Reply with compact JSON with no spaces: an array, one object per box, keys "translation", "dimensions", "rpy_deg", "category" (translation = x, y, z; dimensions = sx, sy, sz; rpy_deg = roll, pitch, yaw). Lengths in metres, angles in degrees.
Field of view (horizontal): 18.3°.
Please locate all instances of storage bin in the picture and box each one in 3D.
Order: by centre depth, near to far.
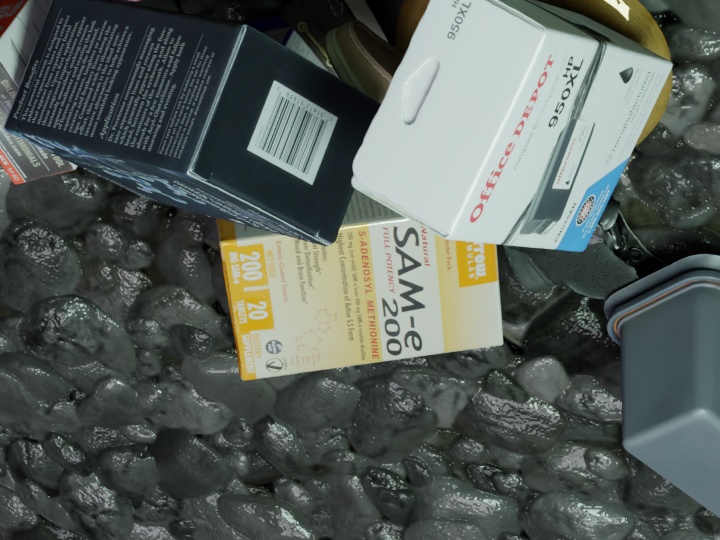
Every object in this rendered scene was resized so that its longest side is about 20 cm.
[{"translation":[0.288,0.102,1.693],"dimensions":[0.200,0.134,0.145],"rpy_deg":[35,135,-29],"category":"storage bin"}]

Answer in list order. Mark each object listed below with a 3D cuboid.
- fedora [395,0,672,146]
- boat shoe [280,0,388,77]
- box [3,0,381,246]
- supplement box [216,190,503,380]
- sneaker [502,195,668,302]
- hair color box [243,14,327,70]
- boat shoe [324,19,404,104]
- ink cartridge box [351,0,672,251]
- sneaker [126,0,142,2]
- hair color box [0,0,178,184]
[{"translation":[0.127,-0.163,1.583],"dimensions":[0.200,0.082,0.201],"rpy_deg":[12,133,13],"category":"fedora"},{"translation":[0.009,-0.126,1.661],"dimensions":[0.059,0.072,0.200],"rpy_deg":[-30,116,0],"category":"boat shoe"},{"translation":[-0.115,-0.104,1.516],"dimensions":[0.200,0.107,0.148],"rpy_deg":[16,173,43],"category":"box"},{"translation":[0.000,0.000,1.648],"dimensions":[0.200,0.074,0.126],"rpy_deg":[-8,123,-2],"category":"supplement box"},{"translation":[0.152,-0.046,1.699],"dimensions":[0.104,0.060,0.200],"rpy_deg":[-12,128,29],"category":"sneaker"},{"translation":[-0.043,-0.084,1.706],"dimensions":[0.065,0.109,0.200],"rpy_deg":[-10,125,29],"category":"hair color box"},{"translation":[0.063,-0.111,1.557],"dimensions":[0.200,0.074,0.066],"rpy_deg":[41,117,-14],"category":"boat shoe"},{"translation":[0.099,-0.094,1.419],"dimensions":[0.084,0.200,0.145],"rpy_deg":[31,104,27],"category":"ink cartridge box"},{"translation":[-0.100,-0.230,1.540],"dimensions":[0.082,0.200,0.070],"rpy_deg":[48,148,31],"category":"sneaker"},{"translation":[-0.219,-0.170,1.637],"dimensions":[0.064,0.200,0.111],"rpy_deg":[-13,124,32],"category":"hair color box"}]
